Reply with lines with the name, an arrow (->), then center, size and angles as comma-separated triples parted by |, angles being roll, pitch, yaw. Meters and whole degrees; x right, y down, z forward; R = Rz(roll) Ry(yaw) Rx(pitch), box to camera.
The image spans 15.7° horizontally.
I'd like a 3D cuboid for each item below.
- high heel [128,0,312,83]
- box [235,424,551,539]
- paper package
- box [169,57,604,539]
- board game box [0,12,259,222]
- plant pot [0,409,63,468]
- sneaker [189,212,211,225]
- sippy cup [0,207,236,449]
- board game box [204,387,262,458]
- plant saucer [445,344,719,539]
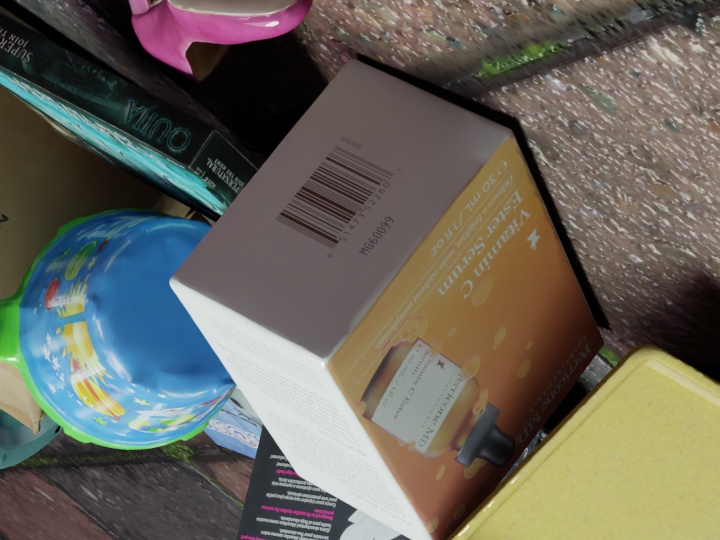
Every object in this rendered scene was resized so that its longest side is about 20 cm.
high heel -> -0.060, -0.115, 1.244 | 0.200, 0.067, 0.096 | 18, 146, 56
box -> 0.046, 0.150, 1.541 | 0.200, 0.115, 0.132 | 6, 166, 38
paper package -> -0.219, -0.043, 1.535 | 0.200, 0.191, 0.103 | 33, 157, 6
box -> 0.019, 0.021, 1.313 | 0.106, 0.152, 0.200 | 27, 161, 33
board game box -> -0.119, -0.072, 1.374 | 0.200, 0.028, 0.135 | 29, 172, 36
plant pot -> -0.280, 0.031, 1.783 | 0.188, 0.200, 0.200 | 38, 164, 20
sneaker -> -0.180, -0.043, 1.662 | 0.090, 0.067, 0.200 | 42, 165, -33
sippy cup -> -0.111, 0.027, 1.405 | 0.140, 0.178, 0.130 | 54, 163, -5
board game box -> -0.088, 0.072, 1.821 | 0.200, 0.043, 0.199 | 15, 153, 51
plant saucer -> 0.152, 0.132, 1.322 | 0.200, 0.200, 0.048 | 30, -151, -24
